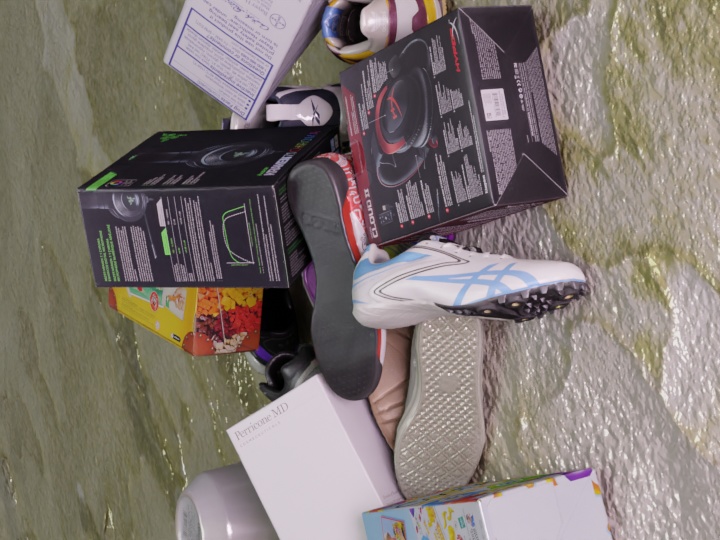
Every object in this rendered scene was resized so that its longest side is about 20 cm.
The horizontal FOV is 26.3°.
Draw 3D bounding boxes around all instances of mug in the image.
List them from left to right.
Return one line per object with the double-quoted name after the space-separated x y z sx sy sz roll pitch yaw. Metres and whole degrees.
-0.097 0.270 1.537 0.150 0.151 0.189 -57 44 50 "mug"

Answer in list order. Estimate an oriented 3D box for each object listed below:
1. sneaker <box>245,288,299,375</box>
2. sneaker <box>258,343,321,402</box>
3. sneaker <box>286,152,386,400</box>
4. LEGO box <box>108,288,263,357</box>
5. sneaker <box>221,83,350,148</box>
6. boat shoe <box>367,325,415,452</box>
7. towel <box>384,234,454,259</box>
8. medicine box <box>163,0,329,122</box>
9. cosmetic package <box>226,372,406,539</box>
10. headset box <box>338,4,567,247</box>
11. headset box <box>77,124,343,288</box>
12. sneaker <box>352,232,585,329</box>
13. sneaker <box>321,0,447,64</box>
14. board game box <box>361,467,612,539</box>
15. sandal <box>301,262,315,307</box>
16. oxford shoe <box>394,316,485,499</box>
-0.115 0.003 1.608 0.202 0.069 0.100 60 159 18 "sneaker"
-0.056 0.115 1.469 0.088 0.074 0.200 49 163 -1 "sneaker"
0.001 -0.001 1.297 0.066 0.108 0.204 -9 96 29 "sneaker"
-0.180 -0.013 1.574 0.199 0.076 0.151 23 111 52 "LEGO box"
-0.085 -0.136 1.491 0.199 0.128 0.081 180 89 -65 "sneaker"
0.029 0.078 1.351 0.065 0.071 0.202 79 167 -78 "boat shoe"
0.045 -0.074 1.345 0.144 0.022 0.203 40 128 56 "towel"
-0.068 -0.268 1.364 0.183 0.102 0.200 -57 2 -37 "medicine box"
-0.017 0.197 1.327 0.107 0.085 0.202 -33 81 20 "cosmetic package"
0.062 -0.107 1.207 0.199 0.074 0.151 -19 81 58 "headset box"
-0.130 -0.058 1.356 0.174 0.197 0.094 -50 -44 -61 "headset box"
0.077 0.004 1.161 0.198 0.072 0.074 -4 77 34 "sneaker"
-0.003 -0.219 1.350 0.199 0.089 0.076 -175 83 -65 "sneaker"
0.096 0.217 1.163 0.200 0.102 0.106 -23 79 63 "board game box"
-0.024 0.056 1.473 0.203 0.049 0.083 -123 37 -46 "sandal"
0.068 0.105 1.272 0.058 0.074 0.203 -85 -1 -66 "oxford shoe"
